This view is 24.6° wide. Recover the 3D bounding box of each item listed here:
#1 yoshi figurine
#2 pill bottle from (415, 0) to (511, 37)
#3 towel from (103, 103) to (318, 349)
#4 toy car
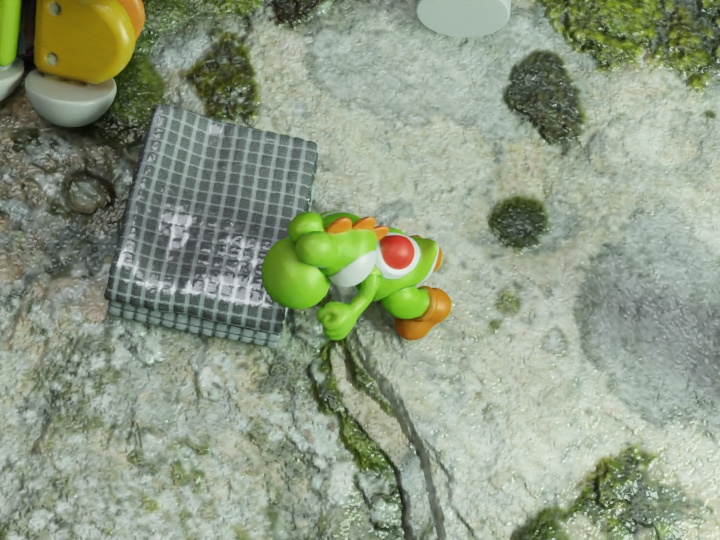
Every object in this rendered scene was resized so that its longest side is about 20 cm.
[{"bbox_3d":[-0.013,0.002,1.417,0.112,0.200,0.112,26,93,38],"label":"yoshi figurine"},{"bbox_3d":[0.105,-0.333,1.586,0.119,0.120,0.201,6,68,-2],"label":"pill bottle"},{"bbox_3d":[-0.130,-0.044,1.469,0.165,0.086,0.201,10,67,-1],"label":"towel"},{"bbox_3d":[-0.295,-0.241,1.514,0.199,0.176,0.150,12,33,1],"label":"toy car"}]
